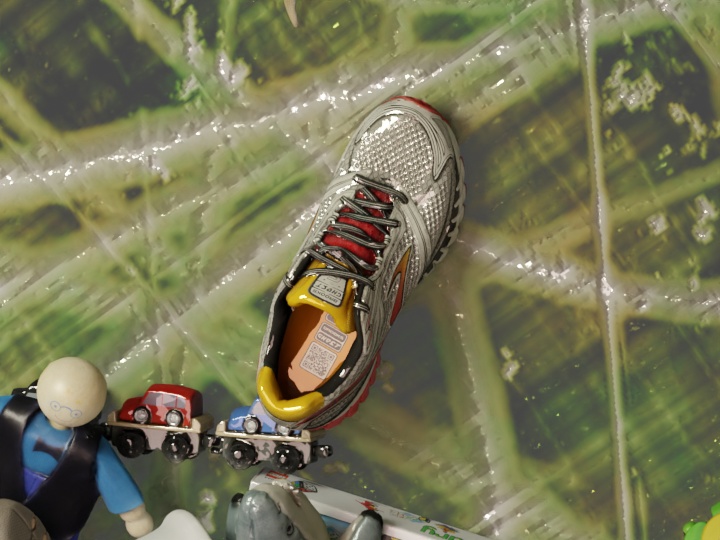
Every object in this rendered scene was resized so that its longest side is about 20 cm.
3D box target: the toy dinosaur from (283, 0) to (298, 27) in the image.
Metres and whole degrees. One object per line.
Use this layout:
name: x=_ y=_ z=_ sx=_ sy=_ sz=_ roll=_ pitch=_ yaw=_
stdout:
toy dinosaur: x=-0.013 y=-0.229 z=1.601 sx=0.101 sy=0.058 sz=0.200 roll=41 pitch=110 yaw=2

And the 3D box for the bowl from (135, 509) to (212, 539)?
bowl: x=-0.118 y=0.241 z=1.656 sx=0.090 sy=0.201 sz=0.201 roll=-12 pitch=101 yaw=-17

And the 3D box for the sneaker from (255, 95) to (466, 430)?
sneaker: x=0.000 y=0.000 z=1.631 sx=0.078 sy=0.082 sz=0.200 roll=21 pitch=96 yaw=11

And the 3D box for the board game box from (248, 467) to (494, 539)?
board game box: x=0.019 y=0.204 z=1.703 sx=0.200 sy=0.035 sz=0.126 roll=17 pitch=106 yaw=12

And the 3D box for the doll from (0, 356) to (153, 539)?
doll: x=-0.185 y=0.128 z=1.710 sx=0.136 sy=0.048 sz=0.200 roll=24 pitch=125 yaw=2

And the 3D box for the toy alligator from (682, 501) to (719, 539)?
toy alligator: x=0.206 y=0.150 z=1.631 sx=0.200 sy=0.059 sz=0.054 roll=-32 pitch=51 yaw=21

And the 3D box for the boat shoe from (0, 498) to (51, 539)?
boat shoe: x=-0.210 y=0.219 z=1.702 sx=0.073 sy=0.075 sz=0.200 roll=0 pitch=122 yaw=10

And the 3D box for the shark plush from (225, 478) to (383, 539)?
shark plush: x=-0.057 y=0.210 z=1.662 sx=0.091 sy=0.083 sz=0.200 roll=18 pitch=106 yaw=12

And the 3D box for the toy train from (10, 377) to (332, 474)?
toy train: x=-0.112 y=0.088 z=1.716 sx=0.200 sy=0.034 sz=0.046 roll=5 pitch=93 yaw=15
